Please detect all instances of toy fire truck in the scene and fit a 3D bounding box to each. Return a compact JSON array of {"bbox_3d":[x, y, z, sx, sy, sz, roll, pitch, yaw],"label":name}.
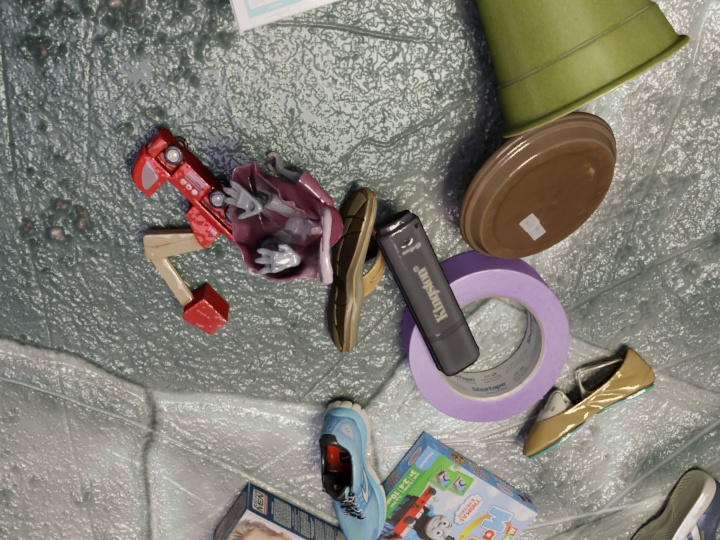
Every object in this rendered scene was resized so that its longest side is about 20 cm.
[{"bbox_3d":[-0.195,-0.041,0.851,0.141,0.049,0.200,-42,110,10],"label":"toy fire truck"}]

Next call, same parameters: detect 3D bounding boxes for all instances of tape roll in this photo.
[{"bbox_3d":[0.151,0.082,0.924,0.195,0.066,0.205,-2,112,-5],"label":"tape roll"}]

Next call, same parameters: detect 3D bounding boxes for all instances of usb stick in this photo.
[{"bbox_3d":[0.077,0.029,0.844,0.055,0.033,0.203,-25,111,3],"label":"usb stick"}]

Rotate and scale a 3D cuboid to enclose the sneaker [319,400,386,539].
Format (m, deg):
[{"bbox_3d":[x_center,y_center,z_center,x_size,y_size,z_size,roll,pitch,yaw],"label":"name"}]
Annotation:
[{"bbox_3d":[-0.023,0.273,0.959,0.077,0.090,0.205,-5,109,23],"label":"sneaker"}]

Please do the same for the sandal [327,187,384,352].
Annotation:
[{"bbox_3d":[0.000,0.000,0.875,0.053,0.080,0.205,-3,114,-21],"label":"sandal"}]

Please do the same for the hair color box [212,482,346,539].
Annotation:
[{"bbox_3d":[-0.094,0.383,1.022,0.198,0.061,0.101,32,105,-15],"label":"hair color box"}]

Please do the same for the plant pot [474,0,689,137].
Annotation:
[{"bbox_3d":[0.189,-0.265,0.742,0.197,0.200,0.193,-27,99,6],"label":"plant pot"}]

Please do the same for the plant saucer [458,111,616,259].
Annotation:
[{"bbox_3d":[0.200,-0.083,0.830,0.196,0.030,0.202,-18,143,-14],"label":"plant saucer"}]

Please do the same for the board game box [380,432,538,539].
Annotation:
[{"bbox_3d":[0.122,0.332,1.035,0.198,0.037,0.152,33,105,-17],"label":"board game box"}]

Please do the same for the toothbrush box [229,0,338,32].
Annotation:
[{"bbox_3d":[-0.051,-0.289,0.686,0.143,0.201,0.087,-17,113,1],"label":"toothbrush box"}]

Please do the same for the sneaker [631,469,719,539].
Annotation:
[{"bbox_3d":[0.455,0.383,1.066,0.083,0.075,0.202,29,106,-11],"label":"sneaker"}]

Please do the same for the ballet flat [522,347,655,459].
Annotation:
[{"bbox_3d":[0.285,0.169,0.983,0.198,0.069,0.064,-33,83,5],"label":"ballet flat"}]

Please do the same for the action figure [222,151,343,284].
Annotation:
[{"bbox_3d":[-0.057,-0.057,0.788,0.145,0.199,0.138,4,94,22],"label":"action figure"}]
